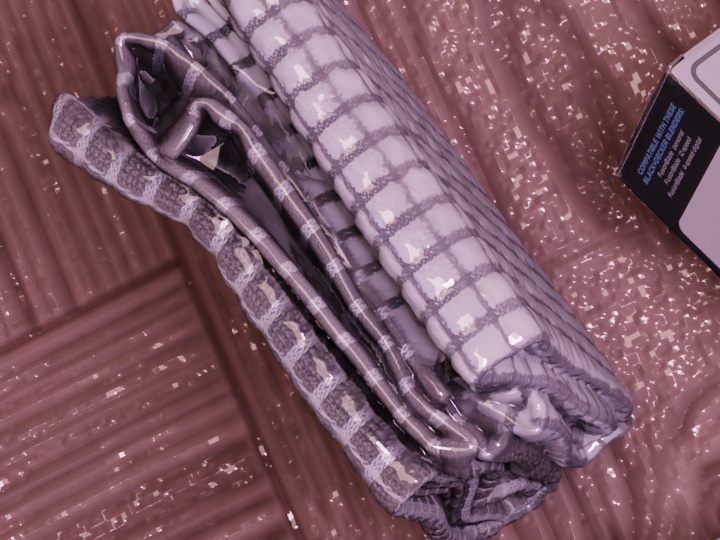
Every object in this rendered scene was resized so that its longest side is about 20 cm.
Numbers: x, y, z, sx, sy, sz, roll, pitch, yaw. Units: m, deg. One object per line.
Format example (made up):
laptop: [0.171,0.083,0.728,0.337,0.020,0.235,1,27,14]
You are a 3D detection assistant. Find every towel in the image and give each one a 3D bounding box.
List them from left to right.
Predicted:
towel: [0.000,0.000,0.772,0.085,0.200,0.166,-37,76,6]

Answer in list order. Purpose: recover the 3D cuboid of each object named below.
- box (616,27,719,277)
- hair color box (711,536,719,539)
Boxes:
box: [0.190,-0.006,0.775,0.116,0.060,0.200,-36,73,-29]
hair color box: [0.168,0.170,0.784,0.098,0.061,0.201,-21,79,8]
